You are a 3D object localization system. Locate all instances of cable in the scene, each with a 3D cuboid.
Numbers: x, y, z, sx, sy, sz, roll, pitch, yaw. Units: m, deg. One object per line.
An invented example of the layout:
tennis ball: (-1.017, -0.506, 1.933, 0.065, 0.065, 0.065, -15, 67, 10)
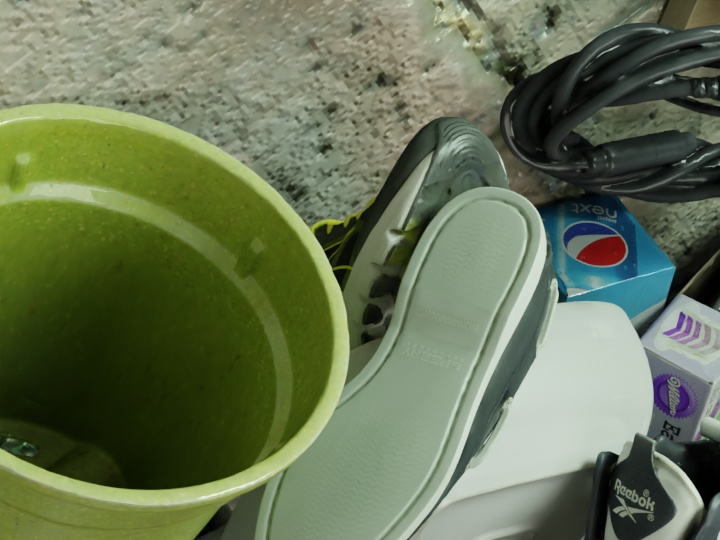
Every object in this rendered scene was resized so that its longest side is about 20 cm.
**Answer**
cable: (0.165, -0.070, 1.228, 0.199, 0.051, 0.163, 2, 166, -1)

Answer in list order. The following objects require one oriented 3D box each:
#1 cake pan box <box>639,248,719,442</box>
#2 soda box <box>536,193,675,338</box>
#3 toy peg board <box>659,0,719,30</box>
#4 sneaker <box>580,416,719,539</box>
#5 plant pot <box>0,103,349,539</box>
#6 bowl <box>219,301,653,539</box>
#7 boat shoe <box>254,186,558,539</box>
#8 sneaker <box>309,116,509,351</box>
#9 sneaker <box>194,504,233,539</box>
cake pan box: (0.182, 0.068, 1.366, 0.184, 0.052, 0.200, -44, 155, -46)
soda box: (0.099, 0.058, 1.343, 0.068, 0.064, 0.200, -14, 138, -26)
toy peg board: (0.271, -0.164, 1.214, 0.199, 0.098, 0.200, -7, 134, -32)
sneaker: (0.116, 0.141, 1.167, 0.199, 0.079, 0.130, -32, 128, -27)
plant pot: (-0.128, 0.064, 1.090, 0.200, 0.201, 0.184, -10, 147, -31)
bowl: (0.043, 0.110, 1.224, 0.199, 0.075, 0.200, -8, 140, -39)
boat shoe: (0.027, 0.062, 1.093, 0.200, 0.075, 0.060, -55, 150, -12)
sneaker: (0.000, 0.000, 1.182, 0.074, 0.085, 0.200, -11, 140, -37)
sneaker: (-0.063, 0.163, 1.317, 0.199, 0.075, 0.115, 3, 130, -37)
